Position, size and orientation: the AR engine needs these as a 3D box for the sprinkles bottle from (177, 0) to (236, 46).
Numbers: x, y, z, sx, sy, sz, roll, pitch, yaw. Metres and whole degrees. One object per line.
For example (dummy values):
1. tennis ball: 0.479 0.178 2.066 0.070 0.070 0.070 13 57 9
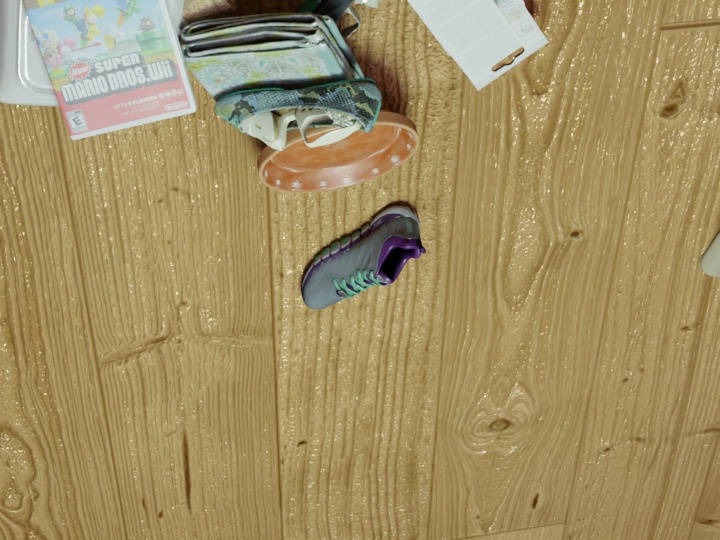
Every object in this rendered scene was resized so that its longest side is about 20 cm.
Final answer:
1. sprinkles bottle: -0.233 -0.263 1.453 0.199 0.069 0.068 -32 131 14

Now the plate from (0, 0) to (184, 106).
1. plate: -0.287 -0.252 1.391 0.197 0.032 0.202 4 124 -12

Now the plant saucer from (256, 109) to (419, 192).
1. plant saucer: -0.028 -0.146 1.583 0.197 0.033 0.201 -12 165 -3

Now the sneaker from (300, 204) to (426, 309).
1. sneaker: 0.000 0.000 1.735 0.200 0.088 0.074 -41 128 21

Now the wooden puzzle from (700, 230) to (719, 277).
1. wooden puzzle: 0.612 -0.048 1.886 0.197 0.037 0.186 10 128 -22

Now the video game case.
1. video game case: -0.263 -0.240 1.372 0.141 0.018 0.202 -13 125 0

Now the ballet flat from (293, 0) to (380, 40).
1. ballet flat: -0.018 -0.305 1.470 0.072 0.074 0.200 22 129 -30

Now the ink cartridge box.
1. ink cartridge box: 0.124 -0.311 1.516 0.108 0.051 0.200 -32 132 14

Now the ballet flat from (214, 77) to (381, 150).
1. ballet flat: -0.073 -0.168 1.459 0.197 0.075 0.075 -6 137 21

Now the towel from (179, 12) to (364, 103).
1. towel: -0.093 -0.225 1.472 0.169 0.049 0.200 -3 162 14
